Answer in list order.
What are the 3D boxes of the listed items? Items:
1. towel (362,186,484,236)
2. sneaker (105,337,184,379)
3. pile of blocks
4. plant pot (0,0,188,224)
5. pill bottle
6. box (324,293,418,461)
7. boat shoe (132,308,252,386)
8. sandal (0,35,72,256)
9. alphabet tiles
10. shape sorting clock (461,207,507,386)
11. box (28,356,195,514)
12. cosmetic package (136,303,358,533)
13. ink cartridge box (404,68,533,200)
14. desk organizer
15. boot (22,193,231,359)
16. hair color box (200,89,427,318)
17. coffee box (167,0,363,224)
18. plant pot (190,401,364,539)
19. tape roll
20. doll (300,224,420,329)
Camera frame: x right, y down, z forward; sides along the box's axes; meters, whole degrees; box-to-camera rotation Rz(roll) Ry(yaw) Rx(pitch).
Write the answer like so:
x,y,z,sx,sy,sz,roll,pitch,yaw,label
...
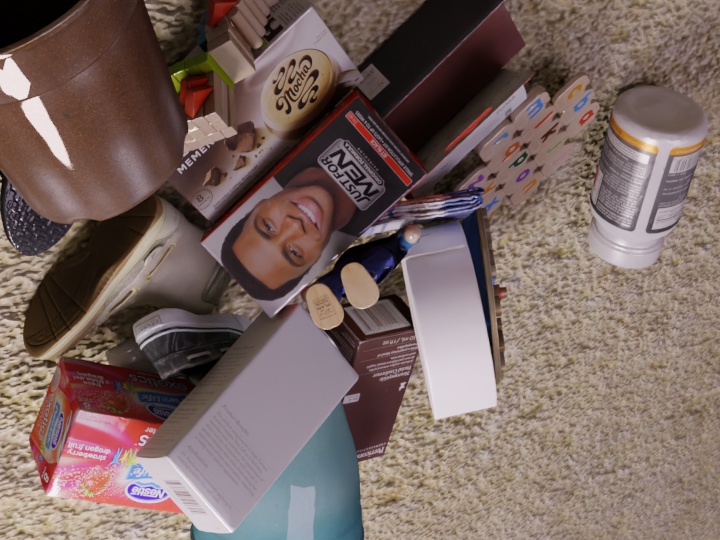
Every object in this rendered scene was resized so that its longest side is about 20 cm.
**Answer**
x,y,z,sx,sy,sz,roll,pitch,yaw,label
0.022,-0.048,1.368,0.197,0.024,0.147,-11,176,-7,towel
-0.202,0.137,1.383,0.075,0.081,0.201,-18,145,7,sneaker
-0.127,-0.202,1.147,0.062,0.081,0.202,48,54,-51,pile of blocks
-0.232,-0.155,1.022,0.199,0.200,0.199,-34,138,-10,plant pot
0.341,-0.110,1.617,0.115,0.117,0.202,-17,135,-28,pill bottle
-0.004,0.134,1.579,0.099,0.075,0.202,-10,132,-34,box
-0.157,0.085,1.317,0.071,0.072,0.199,-26,166,20,boat shoe
-0.286,-0.111,1.154,0.074,0.045,0.203,-19,121,-34,sandal
0.186,-0.137,1.501,0.195,0.015,0.200,-43,157,4,alphabet tiles
0.143,0.027,1.482,0.039,0.202,0.201,-10,137,2,shape sorting clock
-0.207,0.164,1.297,0.198,0.096,0.101,15,112,-31,box
-0.103,0.135,1.249,0.200,0.074,0.102,-48,111,-29,cosmetic package
0.105,-0.132,1.349,0.162,0.200,0.057,-43,107,1,ink cartridge box
0.066,-0.197,1.344,0.200,0.072,0.077,-44,143,1,desk organizer
-0.219,0.023,1.303,0.200,0.072,0.154,-47,146,11,boot
-0.044,-0.063,1.249,0.200,0.061,0.102,-43,102,8,hair color box
-0.110,-0.157,1.223,0.200,0.080,0.113,-43,141,-1,coffee box
-0.089,0.209,1.485,0.198,0.199,0.191,-9,112,-34,plant pot
0.091,0.051,1.424,0.070,0.204,0.204,-11,137,1,tape roll
0.000,0.000,1.281,0.135,0.049,0.200,-30,-175,19,doll
